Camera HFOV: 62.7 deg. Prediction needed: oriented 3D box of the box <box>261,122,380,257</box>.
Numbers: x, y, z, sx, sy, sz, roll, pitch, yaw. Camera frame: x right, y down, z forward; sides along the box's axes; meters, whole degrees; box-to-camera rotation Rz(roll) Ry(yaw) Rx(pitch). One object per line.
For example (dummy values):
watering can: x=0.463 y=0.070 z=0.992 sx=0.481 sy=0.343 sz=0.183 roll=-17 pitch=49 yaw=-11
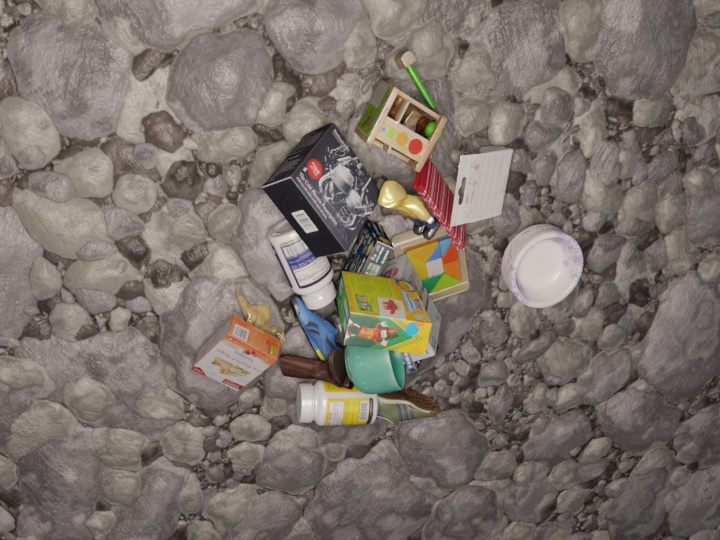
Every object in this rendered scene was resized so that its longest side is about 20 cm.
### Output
box: x=-0.075 y=-0.167 z=1.249 sx=0.201 sy=0.103 sz=0.184 roll=52 pitch=51 yaw=-27

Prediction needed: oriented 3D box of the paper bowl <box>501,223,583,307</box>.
paper bowl: x=0.450 y=-0.017 z=1.493 sx=0.195 sy=0.105 sz=0.206 roll=-6 pitch=114 yaw=-12

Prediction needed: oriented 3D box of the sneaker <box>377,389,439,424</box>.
sneaker: x=0.111 y=0.377 z=1.605 sx=0.196 sy=0.068 sz=0.091 roll=17 pitch=116 yaw=-20

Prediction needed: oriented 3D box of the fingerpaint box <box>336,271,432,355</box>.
fingerpaint box: x=0.042 y=0.084 z=1.201 sx=0.162 sy=0.201 sz=0.075 roll=8 pitch=111 yaw=-11

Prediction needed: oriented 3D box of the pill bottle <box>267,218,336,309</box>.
pill bottle: x=-0.126 y=-0.017 z=1.347 sx=0.109 sy=0.111 sz=0.203 roll=-23 pitch=116 yaw=-3

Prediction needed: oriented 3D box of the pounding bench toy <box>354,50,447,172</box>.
pounding bench toy: x=0.107 y=-0.340 z=1.259 sx=0.153 sy=0.125 sz=0.203 roll=23 pitch=106 yaw=-22

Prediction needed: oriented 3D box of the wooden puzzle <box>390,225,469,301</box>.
wooden puzzle: x=0.178 y=-0.014 z=1.465 sx=0.181 sy=0.037 sz=0.204 roll=-17 pitch=115 yaw=-6

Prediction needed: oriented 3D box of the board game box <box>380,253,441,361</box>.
board game box: x=0.118 y=0.087 z=1.405 sx=0.063 sy=0.149 sz=0.202 roll=-20 pitch=115 yaw=23

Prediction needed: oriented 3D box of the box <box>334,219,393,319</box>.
box: x=0.000 y=0.000 z=1.357 sx=0.045 sy=0.159 sz=0.203 roll=22 pitch=106 yaw=-16

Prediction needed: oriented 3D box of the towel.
towel: x=0.185 y=-0.159 z=1.354 sx=0.022 sy=0.146 sz=0.201 roll=-23 pitch=121 yaw=29

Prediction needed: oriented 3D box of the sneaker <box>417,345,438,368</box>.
sneaker: x=0.105 y=0.219 z=1.505 sx=0.197 sy=0.088 sz=0.076 roll=-30 pitch=144 yaw=1

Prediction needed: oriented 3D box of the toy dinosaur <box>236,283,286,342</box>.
toy dinosaur: x=-0.263 y=0.117 z=1.412 sx=0.101 sy=0.058 sz=0.201 roll=-45 pitch=123 yaw=-9

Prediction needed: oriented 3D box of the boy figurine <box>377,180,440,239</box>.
boy figurine: x=0.110 y=-0.137 z=1.326 sx=0.199 sy=0.123 sz=0.065 roll=29 pitch=91 yaw=-52

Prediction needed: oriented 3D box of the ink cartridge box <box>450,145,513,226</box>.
ink cartridge box: x=0.265 y=-0.196 z=1.356 sx=0.197 sy=0.050 sz=0.166 roll=-14 pitch=119 yaw=-39

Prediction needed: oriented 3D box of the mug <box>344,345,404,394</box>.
mug: x=0.025 y=0.189 z=1.355 sx=0.112 sy=0.152 sz=0.190 roll=-12 pitch=95 yaw=14

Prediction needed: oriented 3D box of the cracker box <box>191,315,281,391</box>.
cracker box: x=-0.291 y=0.198 z=1.378 sx=0.132 sy=0.059 sz=0.199 roll=30 pitch=135 yaw=-23

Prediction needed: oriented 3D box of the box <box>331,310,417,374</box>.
box: x=0.036 y=0.171 z=1.453 sx=0.154 sy=0.050 sz=0.204 roll=-19 pitch=99 yaw=11

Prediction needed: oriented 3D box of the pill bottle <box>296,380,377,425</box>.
pill bottle: x=-0.062 y=0.336 z=1.512 sx=0.195 sy=0.115 sz=0.117 roll=2 pitch=113 yaw=-14

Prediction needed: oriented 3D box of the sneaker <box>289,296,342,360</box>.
sneaker: x=-0.107 y=0.134 z=1.446 sx=0.077 sy=0.066 sz=0.203 roll=-31 pitch=118 yaw=-9

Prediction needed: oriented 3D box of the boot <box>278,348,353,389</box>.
boot: x=-0.122 y=0.223 z=1.408 sx=0.195 sy=0.065 sz=0.188 roll=11 pitch=149 yaw=19
